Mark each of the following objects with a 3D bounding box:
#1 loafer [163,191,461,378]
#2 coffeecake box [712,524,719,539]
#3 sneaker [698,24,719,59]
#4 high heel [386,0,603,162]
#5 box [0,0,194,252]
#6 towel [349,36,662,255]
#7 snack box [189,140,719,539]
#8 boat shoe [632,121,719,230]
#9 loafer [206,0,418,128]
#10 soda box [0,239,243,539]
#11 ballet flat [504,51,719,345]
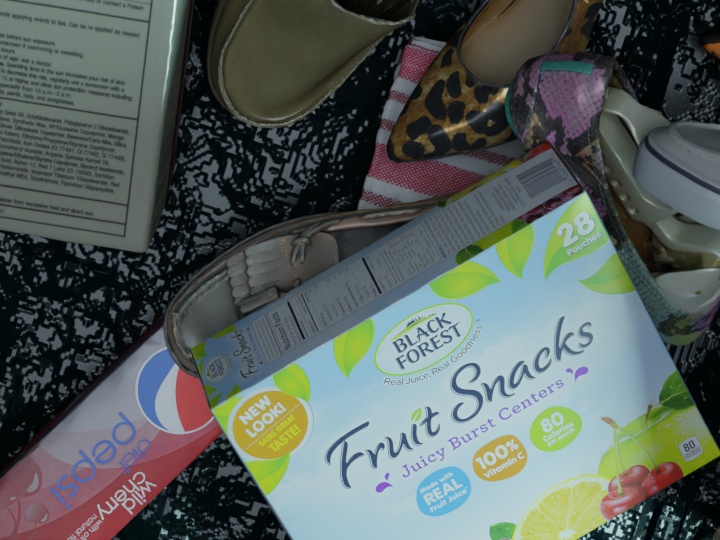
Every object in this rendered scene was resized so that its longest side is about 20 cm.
[{"bbox_3d":[0.000,0.000,1.177,0.198,0.063,0.072,-17,86,-9],"label":"loafer"},{"bbox_3d":[0.265,0.124,1.139,0.152,0.073,0.201,18,140,-1],"label":"coffeecake box"},{"bbox_3d":[0.231,-0.189,1.214,0.089,0.070,0.202,15,99,-6],"label":"sneaker"},{"bbox_3d":[0.077,-0.143,1.162,0.199,0.143,0.071,-37,55,-4],"label":"high heel"},{"bbox_3d":[-0.146,-0.127,1.173,0.127,0.109,0.202,10,114,0],"label":"box"},{"bbox_3d":[0.065,-0.007,1.234,0.145,0.030,0.202,16,81,-4],"label":"towel"},{"bbox_3d":[0.046,0.063,1.149,0.199,0.068,0.169,-30,118,0],"label":"snack box"},{"bbox_3d":[0.222,-0.045,1.084,0.199,0.072,0.066,17,118,18],"label":"boat shoe"},{"bbox_3d":[-0.013,-0.139,1.187,0.076,0.068,0.200,24,125,-20],"label":"loafer"},{"bbox_3d":[-0.112,0.076,1.246,0.200,0.070,0.063,-43,95,5],"label":"soda box"},{"bbox_3d":[0.143,-0.030,1.181,0.200,0.071,0.069,52,54,-35],"label":"ballet flat"}]
